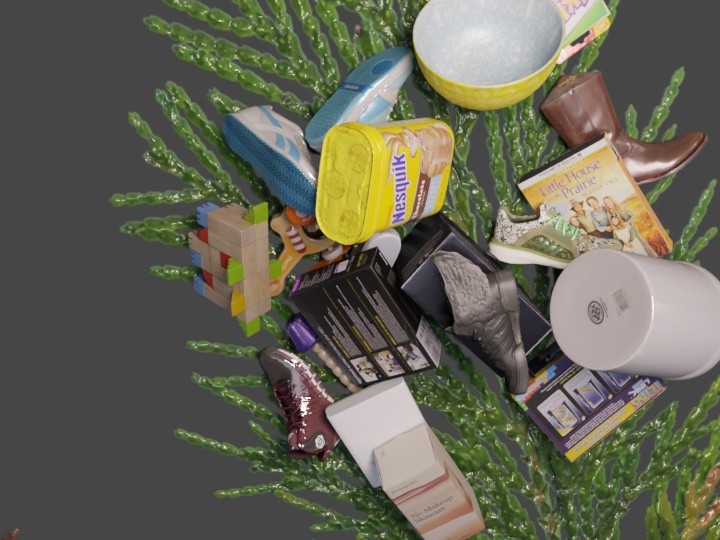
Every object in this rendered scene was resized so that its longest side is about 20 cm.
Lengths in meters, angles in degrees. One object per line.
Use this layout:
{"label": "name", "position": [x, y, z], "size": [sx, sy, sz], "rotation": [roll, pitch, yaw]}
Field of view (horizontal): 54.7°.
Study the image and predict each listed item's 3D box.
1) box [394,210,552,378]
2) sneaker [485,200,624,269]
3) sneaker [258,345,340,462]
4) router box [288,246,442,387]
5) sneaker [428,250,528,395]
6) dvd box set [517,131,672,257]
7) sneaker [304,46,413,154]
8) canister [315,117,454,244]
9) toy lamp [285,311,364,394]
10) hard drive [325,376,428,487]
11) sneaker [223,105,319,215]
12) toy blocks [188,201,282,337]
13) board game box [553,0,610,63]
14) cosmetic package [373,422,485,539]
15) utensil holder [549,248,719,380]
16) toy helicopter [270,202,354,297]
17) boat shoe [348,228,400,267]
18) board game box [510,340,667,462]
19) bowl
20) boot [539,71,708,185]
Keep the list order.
{"label": "box", "position": [0.155, 0.025, 1.010], "size": [0.199, 0.182, 0.104], "rotation": [41, 103, -11]}
{"label": "sneaker", "position": [0.281, -0.055, 1.017], "size": [0.196, 0.077, 0.090], "rotation": [4, 112, 19]}
{"label": "sneaker", "position": [-0.102, 0.220, 1.091], "size": [0.200, 0.116, 0.075], "rotation": [47, 135, -13]}
{"label": "router box", "position": [0.010, 0.075, 1.022], "size": [0.147, 0.051, 0.201], "rotation": [-18, 120, 29]}
{"label": "sneaker", "position": [0.154, 0.070, 0.900], "size": [0.102, 0.060, 0.204], "rotation": [-9, 101, 1]}
{"label": "dvd box set", "position": [0.345, -0.084, 1.028], "size": [0.145, 0.029, 0.201], "rotation": [-26, 107, 36]}
{"label": "sneaker", "position": [0.021, -0.214, 1.001], "size": [0.200, 0.079, 0.131], "rotation": [-45, 129, -7]}
{"label": "canister", "position": [0.039, -0.128, 0.938], "size": [0.086, 0.199, 0.151], "rotation": [23, 117, 32]}
{"label": "toy lamp", "position": [-0.042, 0.149, 1.109], "size": [0.058, 0.058, 0.200], "rotation": [-40, 103, 10]}
{"label": "hard drive", "position": [0.041, 0.263, 1.122], "size": [0.130, 0.026, 0.202], "rotation": [-25, 126, 3]}
{"label": "sneaker", "position": [-0.101, -0.160, 0.966], "size": [0.200, 0.080, 0.077], "rotation": [46, 142, 17]}
{"label": "toy blocks", "position": [-0.198, -0.022, 1.027], "size": [0.136, 0.099, 0.203], "rotation": [26, 129, 33]}
{"label": "board game box", "position": [0.265, -0.398, 0.968], "size": [0.095, 0.030, 0.201], "rotation": [-34, 107, 9]}
{"label": "cosmetic package", "position": [0.114, 0.354, 1.128], "size": [0.102, 0.088, 0.201], "rotation": [-30, 123, 9]}
{"label": "utensil holder", "position": [0.381, 0.062, 0.956], "size": [0.197, 0.170, 0.172], "rotation": [8, 110, -36]}
{"label": "toy helicopter", "position": [-0.088, -0.034, 1.058], "size": [0.131, 0.079, 0.201], "rotation": [31, 115, -19]}
{"label": "boat shoe", "position": [0.000, 0.000, 1.060], "size": [0.069, 0.067, 0.202], "rotation": [6, 131, -22]}
{"label": "board game box", "position": [0.364, 0.185, 1.128], "size": [0.199, 0.057, 0.166], "rotation": [-41, 105, 10]}
{"label": "bowl", "position": [0.171, -0.284, 0.945], "size": [0.196, 0.203, 0.108], "rotation": [-10, 149, 2]}
{"label": "boot", "position": [0.378, -0.218, 1.006], "size": [0.185, 0.064, 0.201], "rotation": [-32, 101, 10]}
